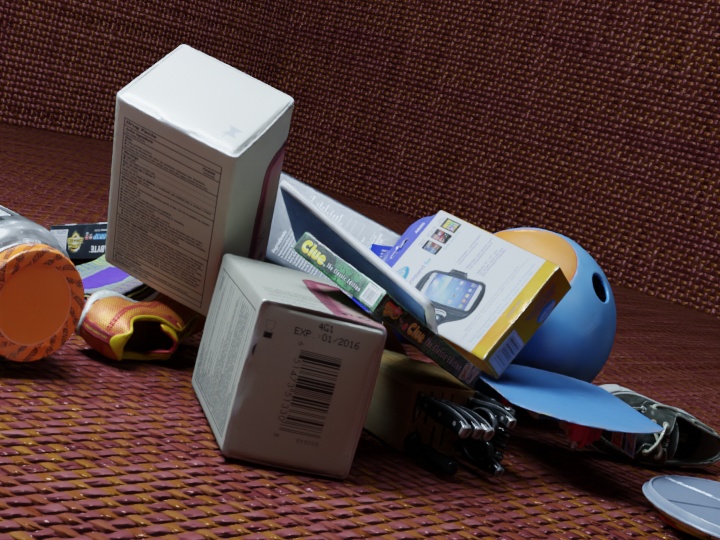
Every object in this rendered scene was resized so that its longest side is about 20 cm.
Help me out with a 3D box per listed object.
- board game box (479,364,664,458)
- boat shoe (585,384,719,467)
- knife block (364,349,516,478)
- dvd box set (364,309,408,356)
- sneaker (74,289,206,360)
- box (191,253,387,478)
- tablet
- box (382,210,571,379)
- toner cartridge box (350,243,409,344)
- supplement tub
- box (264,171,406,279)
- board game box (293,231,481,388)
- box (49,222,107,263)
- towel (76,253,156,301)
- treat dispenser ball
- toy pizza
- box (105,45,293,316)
[{"bbox_3d":[0.187,0.137,1.251,0.156,0.039,0.200,11,9,-18],"label":"board game box"},{"bbox_3d":[0.302,0.166,1.364,0.198,0.072,0.063,12,6,-34],"label":"boat shoe"},{"bbox_3d":[0.043,0.125,1.183,0.198,0.065,0.175,16,6,11],"label":"knife block"},{"bbox_3d":[-0.031,0.063,1.371,0.145,0.030,0.200,17,-12,13],"label":"dvd box set"},{"bbox_3d":[-0.195,0.058,1.274,0.077,0.074,0.199,34,21,20],"label":"sneaker"},{"bbox_3d":[-0.065,0.075,1.096,0.108,0.129,0.200,14,8,-16],"label":"box"},{"bbox_3d":[0.000,0.000,1.274,0.200,0.014,0.130,41,-16,22],"label":"tablet"},{"bbox_3d":[0.100,0.016,1.305,0.199,0.119,0.042,29,-17,48],"label":"box"},{"bbox_3d":[0.082,0.032,1.376,0.198,0.096,0.043,9,-21,39],"label":"toner cartridge box"},{"bbox_3d":[-0.329,0.003,1.138,0.122,0.124,0.199,7,11,-44],"label":"supplement tub"},{"bbox_3d":[-0.038,-0.018,1.644,0.199,0.108,0.149,28,-9,18],"label":"box"},{"bbox_3d":[0.027,0.037,1.129,0.105,0.024,0.200,40,0,35],"label":"board game box"},{"bbox_3d":[-0.267,-0.027,1.647,0.158,0.047,0.199,0,-5,42],"label":"box"},{"bbox_3d":[-0.246,0.001,1.393,0.143,0.023,0.199,-27,22,-31],"label":"towel"},{"bbox_3d":[0.183,0.053,1.454,0.198,0.203,0.201,14,7,-2],"label":"treat dispenser ball"},{"bbox_3d":[0.340,0.226,1.139,0.198,0.032,0.200,14,6,-2],"label":"toy pizza"},{"bbox_3d":[-0.152,-0.082,1.217,0.127,0.201,0.109,27,43,13],"label":"box"}]
